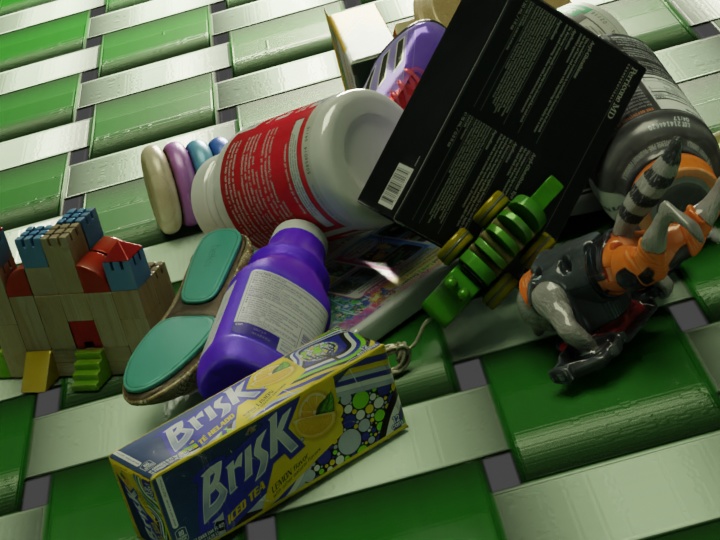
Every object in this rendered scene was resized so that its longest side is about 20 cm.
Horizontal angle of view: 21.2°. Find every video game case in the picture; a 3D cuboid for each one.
[{"bbox_3d":[0.000,0.000,1.594,0.181,0.024,0.200,10,34,44],"label":"video game case"}]

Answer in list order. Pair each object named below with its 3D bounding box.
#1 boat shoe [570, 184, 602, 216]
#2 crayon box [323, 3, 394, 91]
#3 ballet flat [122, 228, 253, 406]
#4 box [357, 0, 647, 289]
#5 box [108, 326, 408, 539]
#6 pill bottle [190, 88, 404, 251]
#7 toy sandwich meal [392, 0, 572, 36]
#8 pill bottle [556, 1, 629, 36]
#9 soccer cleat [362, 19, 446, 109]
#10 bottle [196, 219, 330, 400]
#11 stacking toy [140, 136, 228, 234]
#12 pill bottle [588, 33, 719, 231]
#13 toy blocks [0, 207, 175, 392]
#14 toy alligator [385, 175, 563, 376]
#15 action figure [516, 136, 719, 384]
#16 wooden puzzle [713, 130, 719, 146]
[{"bbox_3d":[0.105,-0.081,1.607,0.198,0.069,0.074,4,10,14],"label":"boat shoe"},{"bbox_3d":[0.014,-0.174,1.835,0.051,0.126,0.200,-16,24,-2],"label":"crayon box"},{"bbox_3d":[-0.124,0.051,1.500,0.070,0.066,0.200,1,40,26],"label":"ballet flat"},{"bbox_3d":[0.110,-0.106,1.491,0.201,0.141,0.079,-62,26,1],"label":"box"},{"bbox_3d":[-0.068,0.117,1.323,0.199,0.070,0.064,-29,25,-28],"label":"box"},{"bbox_3d":[-0.050,-0.075,1.591,0.199,0.113,0.112,-14,17,49],"label":"pill bottle"},{"bbox_3d":[0.130,-0.220,1.877,0.204,0.070,0.206,11,47,-11],"label":"toy sandwich meal"},{"bbox_3d":[0.149,-0.153,1.722,0.200,0.114,0.113,-33,29,-34],"label":"pill bottle"},{"bbox_3d":[0.018,-0.132,1.695,0.200,0.068,0.073,-52,11,4],"label":"soccer cleat"},{"bbox_3d":[-0.065,0.034,1.459,0.065,0.083,0.200,-50,15,34],"label":"bottle"},{"bbox_3d":[-0.102,-0.100,1.809,0.199,0.086,0.085,-16,24,-11],"label":"stacking toy"},{"bbox_3d":[0.225,-0.102,1.554,0.106,0.107,0.200,-17,36,-3],"label":"pill bottle"},{"bbox_3d":[-0.231,0.014,1.563,0.199,0.138,0.100,-3,26,25],"label":"toy blocks"},{"bbox_3d":[0.083,0.002,1.424,0.200,0.059,0.054,-46,-4,-8],"label":"toy alligator"},{"bbox_3d":[0.191,-0.014,1.387,0.193,0.105,0.200,-34,5,35],"label":"action figure"},{"bbox_3d":[0.365,-0.096,1.561,0.184,0.037,0.200,-24,25,-18],"label":"wooden puzzle"}]
